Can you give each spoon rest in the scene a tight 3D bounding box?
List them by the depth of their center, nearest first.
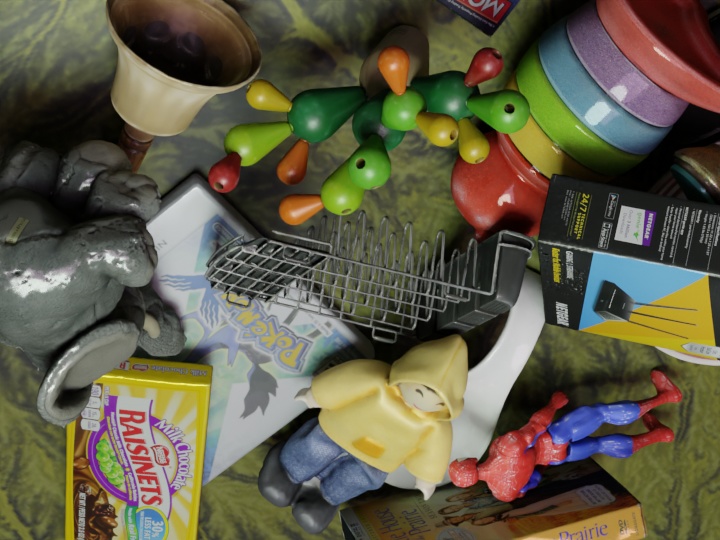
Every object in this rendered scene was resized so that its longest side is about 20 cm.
[{"bbox_3d":[0.073,0.088,1.290,0.099,0.061,0.200,24,114,-22],"label":"spoon rest"}]

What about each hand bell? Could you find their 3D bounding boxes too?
[{"bbox_3d":[-0.149,-0.083,1.149,0.104,0.104,0.200,16,131,-18],"label":"hand bell"}]

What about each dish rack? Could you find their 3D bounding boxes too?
[{"bbox_3d":[0.000,0.000,1.173,0.199,0.055,0.153,13,161,-18],"label":"dish rack"}]

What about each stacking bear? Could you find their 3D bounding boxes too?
[{"bbox_3d":[0.140,-0.097,1.159,0.113,0.122,0.200,14,133,-41],"label":"stacking bear"}]

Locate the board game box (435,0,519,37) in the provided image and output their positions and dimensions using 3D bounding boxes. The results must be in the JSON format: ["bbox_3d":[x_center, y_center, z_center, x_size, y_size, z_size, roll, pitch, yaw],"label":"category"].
[{"bbox_3d":[0.030,-0.243,1.076,0.199,0.062,0.200,30,114,-24],"label":"board game box"}]

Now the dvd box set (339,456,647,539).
[{"bbox_3d":[0.093,0.187,1.293,0.199,0.146,0.030,-14,103,-8],"label":"dvd box set"}]

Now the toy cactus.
[{"bbox_3d":[0.008,-0.109,1.096,0.199,0.165,0.103,-16,119,23],"label":"toy cactus"}]

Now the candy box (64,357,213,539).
[{"bbox_3d":[-0.165,0.142,1.284,0.102,0.026,0.201,4,130,-5],"label":"candy box"}]

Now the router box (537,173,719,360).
[{"bbox_3d":[0.194,0.003,1.147,0.148,0.051,0.200,11,166,11],"label":"router box"}]

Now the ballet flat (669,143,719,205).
[{"bbox_3d":[0.250,-0.046,1.169,0.070,0.071,0.200,-24,155,7],"label":"ballet flat"}]

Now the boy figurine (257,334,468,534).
[{"bbox_3d":[0.016,0.116,1.249,0.124,0.065,0.200,42,129,-11],"label":"boy figurine"}]

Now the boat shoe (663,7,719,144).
[{"bbox_3d":[0.281,-0.149,1.176,0.201,0.063,0.074,-34,123,14],"label":"boat shoe"}]

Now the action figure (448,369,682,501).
[{"bbox_3d":[0.148,0.125,1.295,0.199,0.052,0.066,-16,131,-33],"label":"action figure"}]

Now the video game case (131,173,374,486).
[{"bbox_3d":[-0.119,0.051,1.259,0.182,0.022,0.200,-37,120,14],"label":"video game case"}]

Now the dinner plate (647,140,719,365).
[{"bbox_3d":[0.282,-0.018,1.279,0.199,0.024,0.201,-4,123,-6],"label":"dinner plate"}]

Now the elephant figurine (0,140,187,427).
[{"bbox_3d":[-0.187,0.028,1.121,0.154,0.142,0.201,1,136,-6],"label":"elephant figurine"}]
